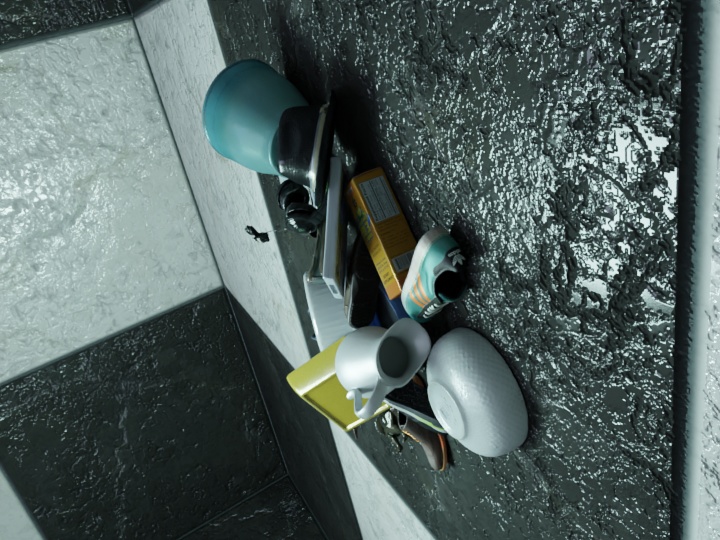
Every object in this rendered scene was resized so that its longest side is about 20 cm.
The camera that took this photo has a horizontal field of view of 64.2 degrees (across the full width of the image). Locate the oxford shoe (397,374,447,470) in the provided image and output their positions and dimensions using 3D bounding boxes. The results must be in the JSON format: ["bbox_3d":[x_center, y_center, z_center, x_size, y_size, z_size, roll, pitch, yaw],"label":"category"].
[{"bbox_3d":[0.113,0.312,1.145,0.205,0.071,0.071,68,159,-2],"label":"oxford shoe"}]

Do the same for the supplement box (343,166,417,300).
[{"bbox_3d":[0.042,-0.061,0.949,0.205,0.067,0.067,68,158,8],"label":"supplement box"}]

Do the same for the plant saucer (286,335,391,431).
[{"bbox_3d":[-0.027,0.250,1.178,0.199,0.198,0.049,41,-148,-22],"label":"plant saucer"}]

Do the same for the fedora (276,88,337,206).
[{"bbox_3d":[-0.093,-0.211,0.968,0.201,0.089,0.207,-172,90,-88],"label":"fedora"}]

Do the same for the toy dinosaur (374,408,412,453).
[{"bbox_3d":[0.073,0.327,1.257,0.102,0.076,0.203,39,152,27],"label":"toy dinosaur"}]

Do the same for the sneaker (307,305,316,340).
[{"bbox_3d":[-0.083,0.072,1.340,0.073,0.079,0.207,1,98,58],"label":"sneaker"}]

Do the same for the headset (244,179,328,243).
[{"bbox_3d":[-0.133,-0.126,1.115,0.093,0.199,0.125,27,-152,-46],"label":"headset"}]

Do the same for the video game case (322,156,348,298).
[{"bbox_3d":[-0.041,-0.068,1.008,0.182,0.021,0.207,76,-163,-77],"label":"video game case"}]

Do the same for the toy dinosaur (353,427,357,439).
[{"bbox_3d":[0.007,0.285,1.278,0.085,0.203,0.135,33,-169,13],"label":"toy dinosaur"}]

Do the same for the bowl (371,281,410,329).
[{"bbox_3d":[0.055,0.100,1.120,0.202,0.039,0.204,52,155,36],"label":"bowl"}]

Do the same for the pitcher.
[{"bbox_3d":[0.017,0.172,0.973,0.121,0.173,0.199,41,155,-10],"label":"pitcher"}]

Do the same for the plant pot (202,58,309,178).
[{"bbox_3d":[-0.173,-0.275,1.104,0.187,0.198,0.204,36,145,35],"label":"plant pot"}]

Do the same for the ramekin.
[{"bbox_3d":[-0.055,0.081,1.208,0.200,0.095,0.207,166,91,-87],"label":"ramekin"}]

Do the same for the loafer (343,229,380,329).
[{"bbox_3d":[0.000,0.000,1.033,0.071,0.071,0.206,40,120,56],"label":"loafer"}]

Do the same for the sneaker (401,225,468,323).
[{"bbox_3d":[0.113,0.030,0.860,0.081,0.070,0.202,53,157,30],"label":"sneaker"}]

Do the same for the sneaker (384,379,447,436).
[{"bbox_3d":[0.094,0.251,1.073,0.197,0.072,0.084,29,148,28],"label":"sneaker"}]

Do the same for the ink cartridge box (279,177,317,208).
[{"bbox_3d":[-0.126,-0.187,1.272,0.200,0.040,0.204,41,148,48],"label":"ink cartridge box"}]

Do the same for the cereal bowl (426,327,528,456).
[{"bbox_3d":[0.164,0.198,0.892,0.201,0.082,0.203,50,153,37],"label":"cereal bowl"}]

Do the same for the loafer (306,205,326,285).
[{"bbox_3d":[-0.079,-0.067,1.139,0.072,0.061,0.205,85,-178,-63],"label":"loafer"}]
